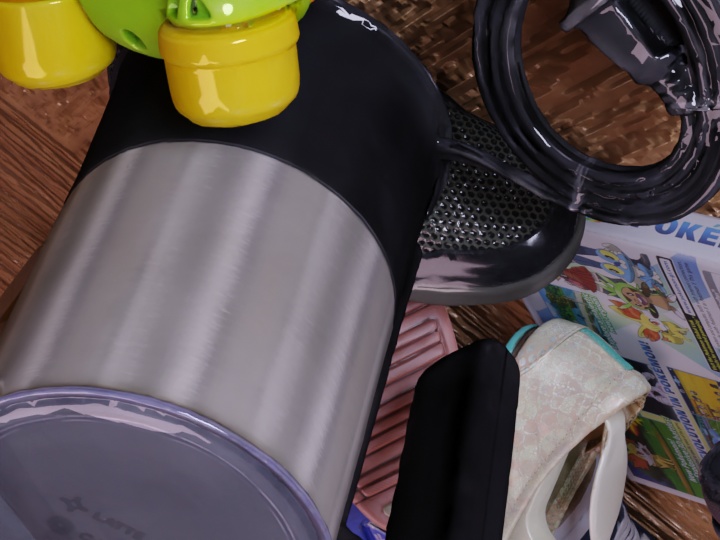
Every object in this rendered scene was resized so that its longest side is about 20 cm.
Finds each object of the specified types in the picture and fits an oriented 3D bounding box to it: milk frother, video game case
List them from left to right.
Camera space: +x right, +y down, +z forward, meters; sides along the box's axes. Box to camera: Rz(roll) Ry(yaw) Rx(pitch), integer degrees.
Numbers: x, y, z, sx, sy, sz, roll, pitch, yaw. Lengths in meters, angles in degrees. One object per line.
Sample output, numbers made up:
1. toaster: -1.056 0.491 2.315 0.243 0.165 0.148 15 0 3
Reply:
1. milk frother: 0.000 0.000 0.604 0.180 0.188 0.200 26 133 -10
2. video game case: 0.150 0.045 0.791 0.182 0.022 0.200 16 153 38

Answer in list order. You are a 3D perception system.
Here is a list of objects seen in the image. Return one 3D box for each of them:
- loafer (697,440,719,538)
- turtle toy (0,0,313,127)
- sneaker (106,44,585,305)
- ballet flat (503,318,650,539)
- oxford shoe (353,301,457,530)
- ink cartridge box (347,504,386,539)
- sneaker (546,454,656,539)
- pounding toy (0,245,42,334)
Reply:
1. loafer: 0.188 0.040 0.647 0.200 0.072 0.063 -15 115 39
2. turtle toy: -0.067 -0.131 0.614 0.200 0.101 0.146 15 122 40
3. sneaker: -0.015 -0.060 0.730 0.199 0.076 0.114 32 165 19
4. ballet flat: 0.059 0.115 0.818 0.062 0.067 0.200 29 117 25
5. oxford shoe: -0.011 0.013 0.823 0.074 0.071 0.200 94 154 -73
6. ink cartridge box: -0.026 0.077 0.928 0.200 0.076 0.136 54 172 34
7. sneaker: 0.105 0.127 0.944 0.108 0.070 0.200 39 170 -3
8. pounding toy: -0.172 0.080 1.094 0.200 0.184 0.142 10 148 46
